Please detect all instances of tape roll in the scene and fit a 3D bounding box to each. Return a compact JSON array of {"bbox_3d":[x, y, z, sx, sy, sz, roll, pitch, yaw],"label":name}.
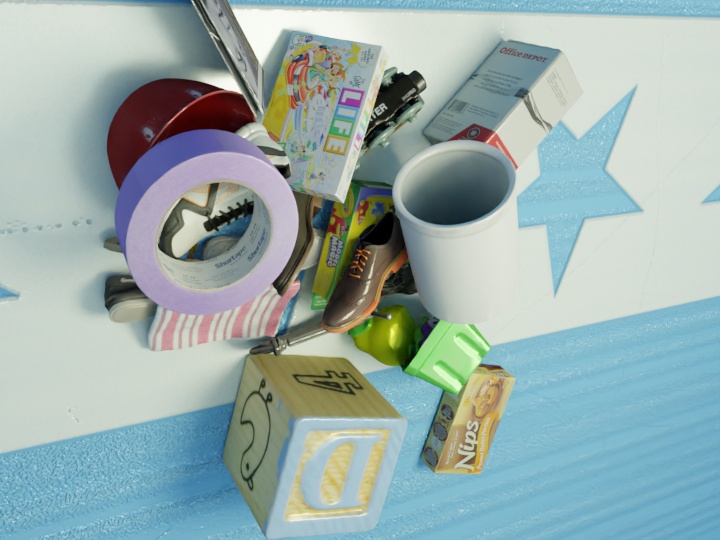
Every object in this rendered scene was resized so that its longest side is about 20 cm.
[{"bbox_3d":[-0.171,-0.052,0.866,0.196,0.066,0.204,-15,126,-22],"label":"tape roll"}]

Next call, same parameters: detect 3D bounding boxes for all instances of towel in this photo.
[{"bbox_3d":[-0.191,0.063,1.066,0.196,0.030,0.147,-8,152,-27],"label":"towel"}]

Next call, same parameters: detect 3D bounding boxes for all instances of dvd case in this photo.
[{"bbox_3d":[-0.165,-0.298,0.916,0.016,0.150,0.202,-22,123,8],"label":"dvd case"}]

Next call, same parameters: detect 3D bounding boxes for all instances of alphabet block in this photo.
[{"bbox_3d":[-0.074,0.258,1.161,0.193,0.199,0.199,9,105,-32],"label":"alphabet block"}]

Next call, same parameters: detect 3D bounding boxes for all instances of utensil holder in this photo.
[{"bbox_3d":[0.140,-0.048,1.076,0.168,0.170,0.202,-31,138,-15],"label":"utensil holder"}]

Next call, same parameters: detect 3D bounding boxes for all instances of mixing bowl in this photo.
[{"bbox_3d":[-0.233,-0.154,0.932,0.200,0.108,0.201,-47,161,-21],"label":"mixing bowl"}]

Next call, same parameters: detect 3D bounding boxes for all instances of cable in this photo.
[{"bbox_3d":[0.050,0.013,1.205,0.198,0.050,0.098,-26,146,-32],"label":"cable"}]

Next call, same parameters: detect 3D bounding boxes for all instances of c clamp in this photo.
[{"bbox_3d":[-0.067,0.088,1.123,0.196,0.171,0.028,-19,93,-13],"label":"c clamp"}]

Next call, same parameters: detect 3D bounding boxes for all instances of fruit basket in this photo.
[{"bbox_3d":[0.091,0.101,1.226,0.215,0.215,0.157,39,89,-35],"label":"fruit basket"}]

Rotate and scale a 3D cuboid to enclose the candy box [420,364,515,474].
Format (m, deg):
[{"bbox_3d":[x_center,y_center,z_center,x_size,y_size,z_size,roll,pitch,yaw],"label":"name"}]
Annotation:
[{"bbox_3d":[0.198,0.273,1.411,0.114,0.055,0.204,11,105,-33],"label":"candy box"}]

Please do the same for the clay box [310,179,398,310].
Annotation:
[{"bbox_3d":[-0.006,-0.032,1.153,0.114,0.047,0.204,-4,112,-52],"label":"clay box"}]

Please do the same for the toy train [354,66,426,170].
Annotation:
[{"bbox_3d":[0.008,-0.202,1.074,0.199,0.114,0.086,-40,91,-6],"label":"toy train"}]

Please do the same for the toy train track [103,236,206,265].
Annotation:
[{"bbox_3d":[-0.234,-0.023,0.993,0.195,0.115,0.033,11,82,7],"label":"toy train track"}]

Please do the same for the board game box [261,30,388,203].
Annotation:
[{"bbox_3d":[-0.055,-0.202,0.996,0.034,0.132,0.204,38,68,-69],"label":"board game box"}]

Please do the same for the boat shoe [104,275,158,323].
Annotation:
[{"bbox_3d":[-0.250,0.027,1.051,0.196,0.058,0.067,-5,152,-32],"label":"boat shoe"}]

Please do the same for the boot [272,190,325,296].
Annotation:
[{"bbox_3d":[-0.112,-0.062,1.038,0.096,0.203,0.075,27,139,-18],"label":"boot"}]

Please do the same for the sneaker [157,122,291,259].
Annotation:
[{"bbox_3d":[-0.165,-0.087,0.928,0.201,0.080,0.074,-49,164,-8],"label":"sneaker"}]

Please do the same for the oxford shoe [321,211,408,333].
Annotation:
[{"bbox_3d":[0.000,0.000,1.085,0.201,0.070,0.073,-55,142,-30],"label":"oxford shoe"}]

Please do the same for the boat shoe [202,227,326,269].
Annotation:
[{"bbox_3d":[-0.123,-0.018,1.098,0.196,0.069,0.072,-10,111,-28],"label":"boat shoe"}]

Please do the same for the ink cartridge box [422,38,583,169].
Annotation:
[{"bbox_3d":[0.213,-0.239,1.157,0.201,0.144,0.084,-49,126,-3],"label":"ink cartridge box"}]
